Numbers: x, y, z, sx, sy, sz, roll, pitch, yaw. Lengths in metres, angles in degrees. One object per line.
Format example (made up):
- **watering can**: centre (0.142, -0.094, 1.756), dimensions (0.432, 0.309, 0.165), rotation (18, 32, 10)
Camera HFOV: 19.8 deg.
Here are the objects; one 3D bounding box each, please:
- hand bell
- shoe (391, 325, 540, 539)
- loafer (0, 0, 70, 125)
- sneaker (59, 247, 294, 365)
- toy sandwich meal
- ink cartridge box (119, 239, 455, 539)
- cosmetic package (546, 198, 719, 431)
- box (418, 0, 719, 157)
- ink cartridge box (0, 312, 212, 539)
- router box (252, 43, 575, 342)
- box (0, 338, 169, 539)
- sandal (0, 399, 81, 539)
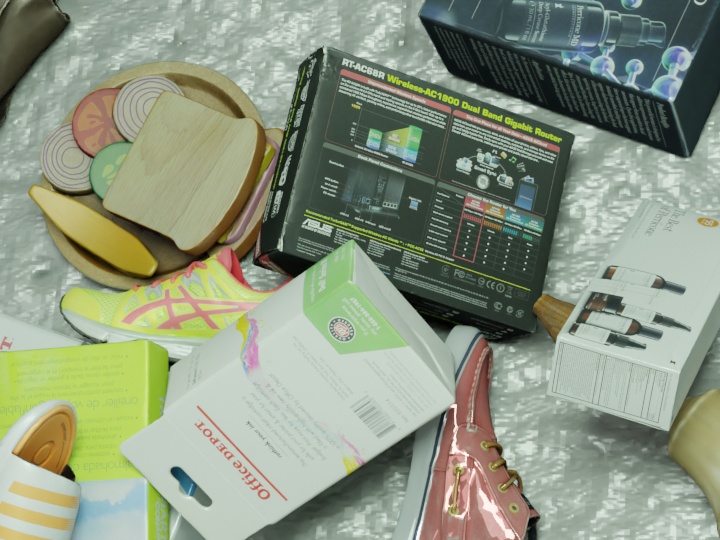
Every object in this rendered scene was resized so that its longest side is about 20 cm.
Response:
- **hand bell**: centre (0.193, 0.080, 1.364), dimensions (0.200, 0.104, 0.104), rotation (37, 85, 21)
- **shoe**: centre (0.083, 0.142, 1.402), dimensions (0.091, 0.071, 0.200), rotation (11, 82, 18)
- **loafer**: centre (-0.268, -0.201, 1.612), dimensions (0.071, 0.073, 0.200), rotation (11, 77, 18)
- **sneaker**: centre (-0.117, 0.026, 1.475), dimensions (0.200, 0.078, 0.090), rotation (9, 86, 12)
- **toy sandwich meal**: centre (-0.156, -0.075, 1.539), dimensions (0.205, 0.070, 0.205), rotation (-5, 71, 15)
- **ink cartridge box**: centre (-0.049, 0.086, 1.366), dimensions (0.200, 0.117, 0.067), rotation (-34, 22, 16)
- **cosmetic package**: centre (0.193, 0.024, 1.348), dimensions (0.082, 0.051, 0.200), rotation (17, 33, 15)
- **box**: centre (0.168, -0.193, 1.466), dimensions (0.200, 0.107, 0.149), rotation (21, 79, 21)
- **ink cartridge box**: centre (-0.192, 0.133, 1.473), dimensions (0.200, 0.084, 0.145), rotation (18, 80, 20)
- **router box**: centre (0.038, -0.050, 1.423), dimensions (0.200, 0.062, 0.150), rotation (18, 75, -18)
- **box**: centre (-0.191, 0.151, 1.395), dimensions (0.122, 0.048, 0.200), rotation (-6, 75, 16)
- **sandal**: centre (-0.222, 0.183, 1.335), dimensions (0.059, 0.079, 0.207), rotation (29, 96, 23)
